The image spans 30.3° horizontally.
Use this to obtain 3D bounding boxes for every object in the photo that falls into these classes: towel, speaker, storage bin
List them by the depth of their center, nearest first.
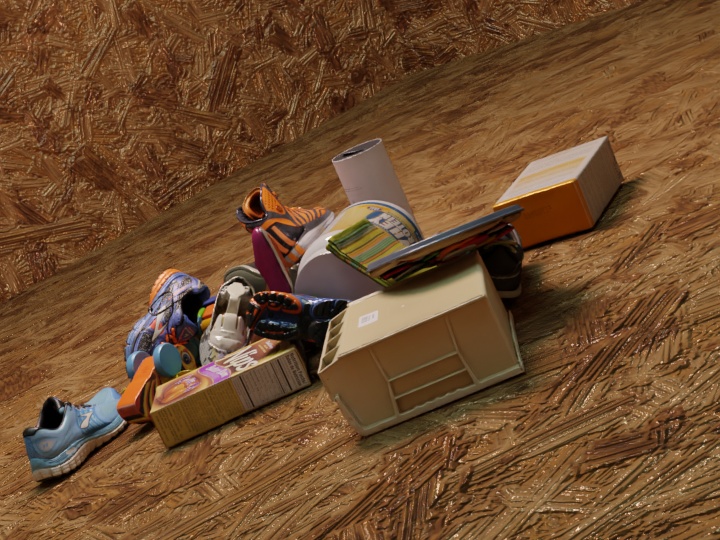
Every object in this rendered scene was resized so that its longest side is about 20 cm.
[{"bbox_3d":[0.064,0.077,1.455,0.198,0.094,0.200,-24,13,9],"label":"storage bin"},{"bbox_3d":[0.058,0.001,1.639,0.200,0.018,0.086,33,41,20],"label":"towel"},{"bbox_3d":[0.032,-0.088,1.937,0.081,0.200,0.081,-23,13,6],"label":"speaker"}]

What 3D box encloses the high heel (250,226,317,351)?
[{"bbox_3d":[-0.130,0.041,1.743,0.096,0.200,0.067,-20,25,1],"label":"high heel"}]

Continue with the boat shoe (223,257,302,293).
[{"bbox_3d":[-0.121,0.015,1.929,0.061,0.072,0.201,-31,19,-38],"label":"boat shoe"}]

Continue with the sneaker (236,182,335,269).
[{"bbox_3d":[-0.104,-0.078,1.846,0.078,0.112,0.200,-46,3,14],"label":"sneaker"}]

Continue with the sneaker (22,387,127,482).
[{"bbox_3d":[-0.384,0.201,1.794,0.078,0.090,0.200,-18,13,26],"label":"sneaker"}]

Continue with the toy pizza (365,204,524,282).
[{"bbox_3d":[0.102,-0.027,1.553,0.200,0.032,0.200,-22,-1,-1],"label":"toy pizza"}]

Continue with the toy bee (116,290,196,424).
[{"bbox_3d":[-0.260,0.141,1.838,0.131,0.109,0.200,1,53,46],"label":"toy bee"}]

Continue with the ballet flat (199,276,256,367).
[{"bbox_3d":[-0.183,0.075,1.849,0.072,0.072,0.200,-21,32,17],"label":"ballet flat"}]

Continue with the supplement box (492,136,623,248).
[{"bbox_3d":[0.277,-0.107,1.844,0.126,0.074,0.200,-18,15,30],"label":"supplement box"}]

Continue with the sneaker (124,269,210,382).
[{"bbox_3d":[-0.280,0.089,1.931,0.078,0.075,0.200,6,65,26],"label":"sneaker"}]

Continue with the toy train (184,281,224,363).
[{"bbox_3d":[-0.189,0.071,2.000,0.200,0.085,0.116,-20,24,22],"label":"toy train"}]

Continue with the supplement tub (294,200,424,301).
[{"bbox_3d":[0.000,0.000,1.769,0.144,0.145,0.200,-20,14,22],"label":"supplement tub"}]

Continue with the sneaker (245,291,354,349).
[{"bbox_3d":[-0.039,0.062,1.644,0.200,0.076,0.078,16,9,22],"label":"sneaker"}]

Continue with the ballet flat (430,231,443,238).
[{"bbox_3d":[0.114,-0.013,1.757,0.067,0.068,0.200,-26,-8,21],"label":"ballet flat"}]

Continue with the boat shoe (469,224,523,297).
[{"bbox_3d":[0.166,-0.017,1.643,0.072,0.061,0.201,10,15,1],"label":"boat shoe"}]

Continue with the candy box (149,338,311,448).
[{"bbox_3d":[-0.164,0.146,1.689,0.200,0.057,0.117,-23,12,0],"label":"candy box"}]
